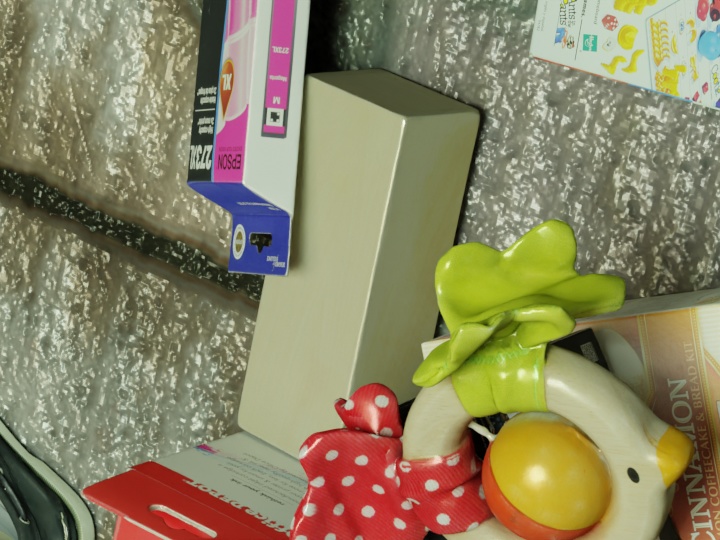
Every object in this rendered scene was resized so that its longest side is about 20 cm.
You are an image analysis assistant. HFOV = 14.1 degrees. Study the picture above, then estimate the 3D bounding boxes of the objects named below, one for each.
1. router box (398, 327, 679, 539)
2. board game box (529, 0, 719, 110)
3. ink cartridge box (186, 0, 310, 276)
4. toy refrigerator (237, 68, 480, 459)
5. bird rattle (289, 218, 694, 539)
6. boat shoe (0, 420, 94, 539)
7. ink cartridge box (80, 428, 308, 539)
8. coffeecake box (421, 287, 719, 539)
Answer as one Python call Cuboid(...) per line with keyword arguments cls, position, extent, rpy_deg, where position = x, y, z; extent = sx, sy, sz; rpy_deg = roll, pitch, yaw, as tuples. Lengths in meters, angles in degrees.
Cuboid(cls="router box", position=(0.080, 0.149, 1.438), extent=(0.157, 0.052, 0.201), rpy_deg=(-24, 86, 36))
Cuboid(cls="board game box", position=(0.196, -0.130, 1.364), extent=(0.199, 0.103, 0.105), rpy_deg=(19, 108, 32))
Cuboid(cls="ink cartridge box", position=(-0.059, -0.098, 1.547), extent=(0.095, 0.037, 0.201), rpy_deg=(-176, 89, -68))
Cuboid(cls="toy refrigerator", position=(0.000, 0.000, 1.551), extent=(0.076, 0.070, 0.201), rpy_deg=(25, 111, 37))
Cuboid(cls="bird rattle", position=(0.063, 0.088, 1.349), extent=(0.163, 0.113, 0.200), rpy_deg=(34, 120, 5))
Cuboid(cls="boat shoe", position=(-0.250, 0.121, 1.749), extent=(0.199, 0.066, 0.075), rpy_deg=(40, 119, 23))
Cuboid(cls="ink cartridge box", position=(-0.049, 0.142, 1.527), extent=(0.116, 0.200, 0.068), rpy_deg=(23, 111, 30))
Cuboid(cls="coffeecake box", position=(0.142, 0.094, 1.461), extent=(0.199, 0.073, 0.154), rpy_deg=(-9, 94, 37))
